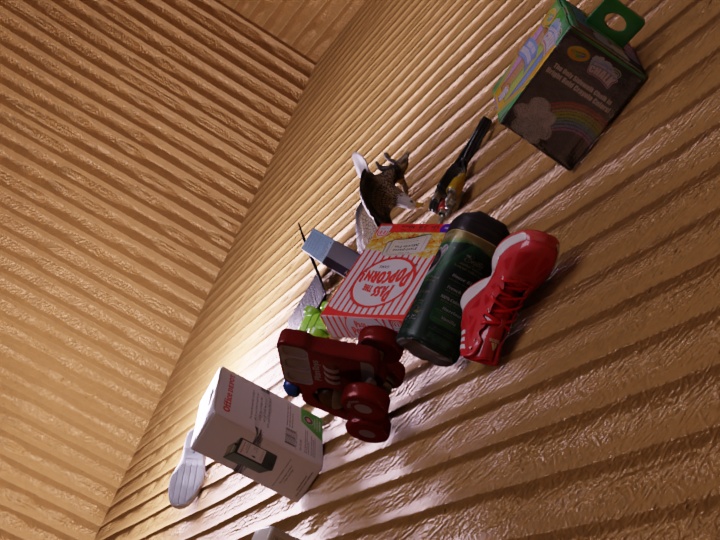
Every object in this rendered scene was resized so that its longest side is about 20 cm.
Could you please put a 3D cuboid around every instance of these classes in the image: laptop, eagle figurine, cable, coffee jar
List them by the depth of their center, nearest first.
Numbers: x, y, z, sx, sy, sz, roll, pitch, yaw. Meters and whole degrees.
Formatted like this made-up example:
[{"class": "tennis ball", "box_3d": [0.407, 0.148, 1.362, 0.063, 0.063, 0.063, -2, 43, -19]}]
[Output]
[{"class": "coffee jar", "box_3d": [0.126, 0.022, 1.514, 0.202, 0.084, 0.104, -64, 4, -11]}, {"class": "cable", "box_3d": [0.168, -0.158, 1.863, 0.201, 0.050, 0.097, -55, -8, -30]}, {"class": "eagle figurine", "box_3d": [0.038, -0.116, 2.031, 0.150, 0.152, 0.202, -9, 44, 46]}, {"class": "laptop", "box_3d": [-0.132, 0.029, 2.382, 0.201, 0.102, 0.177, -58, 14, 10]}]

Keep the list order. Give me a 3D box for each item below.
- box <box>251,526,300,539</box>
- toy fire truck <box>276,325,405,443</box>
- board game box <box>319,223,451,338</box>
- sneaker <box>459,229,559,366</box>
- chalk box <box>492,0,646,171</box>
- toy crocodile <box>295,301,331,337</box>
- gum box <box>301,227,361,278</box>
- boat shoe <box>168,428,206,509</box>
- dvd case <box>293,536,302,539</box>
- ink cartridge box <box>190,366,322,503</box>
[{"class": "box", "box_3d": [-0.133, 0.461, 1.558, 0.078, 0.094, 0.202, -32, 30, 63]}, {"class": "toy fire truck", "box_3d": [-0.029, 0.150, 1.581, 0.201, 0.165, 0.113, 86, -162, -58]}, {"class": "board game box", "box_3d": [0.053, 0.015, 1.650, 0.150, 0.047, 0.201, 1, 44, 37]}, {"class": "sneaker", "box_3d": [0.176, 0.046, 1.357, 0.201, 0.077, 0.117, 118, 164, -53]}, {"class": "chalk box", "box_3d": [0.276, -0.258, 1.462, 0.201, 0.123, 0.124, -53, 16, 25]}, {"class": "toy crocodile", "box_3d": [-0.073, 0.104, 2.133, 0.068, 0.061, 0.199, -64, 19, -17]}, {"class": "gum box", "box_3d": [0.000, 0.000, 1.833, 0.045, 0.169, 0.200, -59, 14, 1]}, {"class": "boat shoe", "box_3d": [-0.369, 0.445, 2.509, 0.067, 0.072, 0.202, 95, -172, -47]}, {"class": "dvd case", "box_3d": [-0.150, 0.490, 1.712, 0.202, 0.017, 0.142, -66, 14, -15]}, {"class": "ink cartridge box", "box_3d": [-0.163, 0.260, 1.832, 0.085, 0.198, 0.146, -55, 14, 20]}]
